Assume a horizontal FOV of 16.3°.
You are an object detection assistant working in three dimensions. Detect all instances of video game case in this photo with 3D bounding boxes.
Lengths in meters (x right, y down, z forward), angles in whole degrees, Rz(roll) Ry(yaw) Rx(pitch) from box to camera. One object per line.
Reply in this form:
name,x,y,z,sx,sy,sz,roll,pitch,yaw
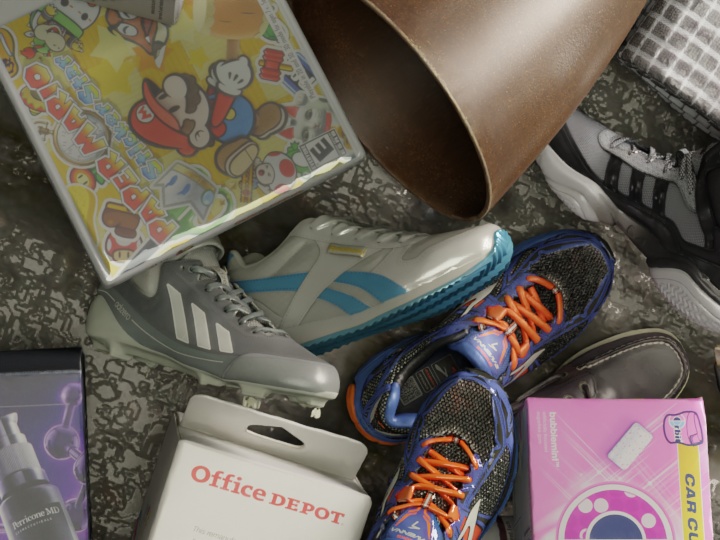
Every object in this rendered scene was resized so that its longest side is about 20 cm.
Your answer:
video game case,-0.121,-0.117,1.544,0.181,0.023,0.201,-27,84,-10

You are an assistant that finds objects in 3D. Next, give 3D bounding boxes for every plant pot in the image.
plant pot,0.088,-0.166,1.563,0.200,0.187,0.187,-40,99,-16

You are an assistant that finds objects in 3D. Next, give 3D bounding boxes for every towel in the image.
towel,0.286,-0.148,1.621,0.200,0.086,0.166,33,92,-9

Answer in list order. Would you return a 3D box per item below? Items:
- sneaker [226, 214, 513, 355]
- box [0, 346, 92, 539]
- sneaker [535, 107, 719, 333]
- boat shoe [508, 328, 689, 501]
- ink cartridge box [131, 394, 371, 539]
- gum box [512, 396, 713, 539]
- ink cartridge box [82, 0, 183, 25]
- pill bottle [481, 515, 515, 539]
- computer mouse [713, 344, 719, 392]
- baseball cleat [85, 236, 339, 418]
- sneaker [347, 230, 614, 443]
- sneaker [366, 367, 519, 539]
sneaker,0.000,0.000,1.574,0.199,0.076,0.081,-18,81,24
box,-0.242,0.154,1.579,0.147,0.104,0.201,-4,96,-6
sneaker,0.199,-0.064,1.585,0.200,0.075,0.114,47,121,17
boat shoe,0.130,0.103,1.636,0.199,0.065,0.072,-26,96,-4
ink cartridge box,-0.079,0.185,1.589,0.128,0.125,0.201,18,92,-8
gum box,0.156,0.182,1.543,0.113,0.066,0.201,1,72,-6
ink cartridge box,-0.187,-0.249,1.507,0.199,0.086,0.147,15,79,-1
pill bottle,0.115,0.214,1.622,0.199,0.110,0.110,2,95,-7
computer mouse,0.289,0.018,1.622,0.140,0.046,0.201,-17,136,-5
baseball cleat,-0.091,0.023,1.556,0.199,0.070,0.107,13,88,34
sneaker,0.084,0.049,1.611,0.200,0.078,0.075,-39,98,-2
sneaker,0.042,0.156,1.527,0.075,0.078,0.201,19,89,10
